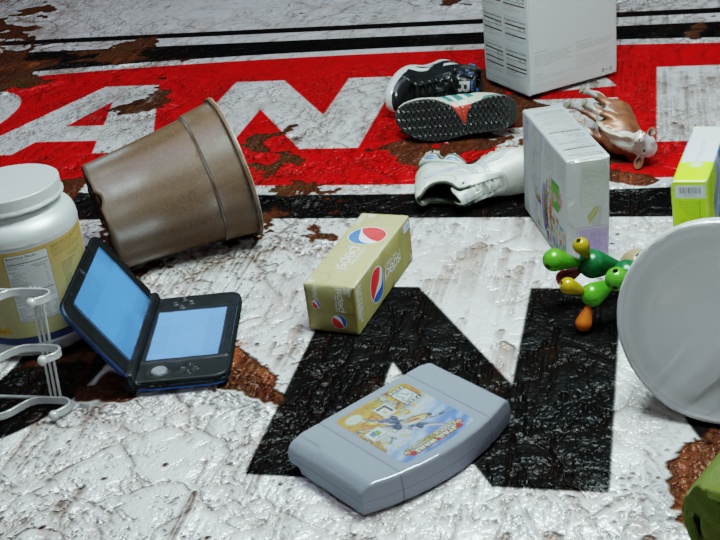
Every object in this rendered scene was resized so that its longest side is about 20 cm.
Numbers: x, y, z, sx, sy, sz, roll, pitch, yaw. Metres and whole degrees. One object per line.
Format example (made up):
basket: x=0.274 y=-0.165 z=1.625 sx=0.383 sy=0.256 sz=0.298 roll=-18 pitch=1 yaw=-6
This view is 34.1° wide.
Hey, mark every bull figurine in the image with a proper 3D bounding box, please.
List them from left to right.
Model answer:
bull figurine: x=0.377 y=-0.219 z=1.762 sx=0.121 sy=0.065 sz=0.200 roll=27 pitch=19 yaw=-6

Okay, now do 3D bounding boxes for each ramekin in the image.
ramekin: x=0.358 y=0.041 z=1.143 sx=0.201 sy=0.204 sz=0.094 roll=6 pitch=16 yaw=24

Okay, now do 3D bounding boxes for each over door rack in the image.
over door rack: x=-0.419 y=0.087 z=1.283 sx=0.199 sy=0.149 sz=0.067 roll=5 pitch=24 yaw=22

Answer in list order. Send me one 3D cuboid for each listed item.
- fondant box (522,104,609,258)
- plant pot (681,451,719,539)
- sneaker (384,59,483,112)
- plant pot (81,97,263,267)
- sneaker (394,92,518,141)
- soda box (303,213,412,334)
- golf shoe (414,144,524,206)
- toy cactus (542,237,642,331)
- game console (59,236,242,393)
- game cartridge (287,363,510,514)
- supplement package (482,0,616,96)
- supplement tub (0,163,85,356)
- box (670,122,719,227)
fondant box: x=0.262 y=-0.112 z=1.509 sx=0.058 sy=0.145 sz=0.200 roll=-8 pitch=27 yaw=-4
plant pot: x=0.361 y=0.169 z=0.921 sx=0.190 sy=0.201 sz=0.200 roll=-34 pitch=36 yaw=-21
sneaker: x=0.139 y=-0.322 z=2.029 sx=0.111 sy=0.073 sz=0.200 roll=13 pitch=32 yaw=37
plant pot: x=-0.259 y=-0.105 z=1.592 sx=0.197 sy=0.201 sz=0.200 roll=-23 pitch=30 yaw=-14
sneaker: x=0.158 y=-0.253 z=1.916 sx=0.199 sy=0.071 sz=0.093 roll=-5 pitch=9 yaw=9
soda box: x=0.000 y=0.000 z=1.443 sx=0.067 sy=0.064 sz=0.200 roll=5 pitch=28 yaw=21
golf shoe: x=0.170 y=-0.119 z=1.643 sx=0.199 sy=0.079 sz=0.097 roll=-4 pitch=38 yaw=23
toy cactus: x=0.314 y=0.011 z=1.342 sx=0.199 sy=0.103 sz=0.165 roll=3 pitch=9 yaw=24
game console: x=-0.235 y=0.041 z=1.359 sx=0.170 sy=0.119 sz=0.200 roll=-6 pitch=27 yaw=2
game cartridge: x=0.045 y=0.161 z=1.148 sx=0.199 sy=0.042 sz=0.133 roll=-26 pitch=28 yaw=-33
supplement package: x=0.330 y=-0.439 z=2.057 sx=0.190 sy=0.201 sz=0.147 roll=-18 pitch=29 yaw=-22
supplement tub: x=-0.403 y=-0.014 z=1.415 sx=0.144 sy=0.201 sz=0.145 roll=-6 pitch=26 yaw=3
box: x=0.426 y=-0.096 z=1.462 sx=0.047 sy=0.123 sz=0.200 roll=1 pitch=28 yaw=24
